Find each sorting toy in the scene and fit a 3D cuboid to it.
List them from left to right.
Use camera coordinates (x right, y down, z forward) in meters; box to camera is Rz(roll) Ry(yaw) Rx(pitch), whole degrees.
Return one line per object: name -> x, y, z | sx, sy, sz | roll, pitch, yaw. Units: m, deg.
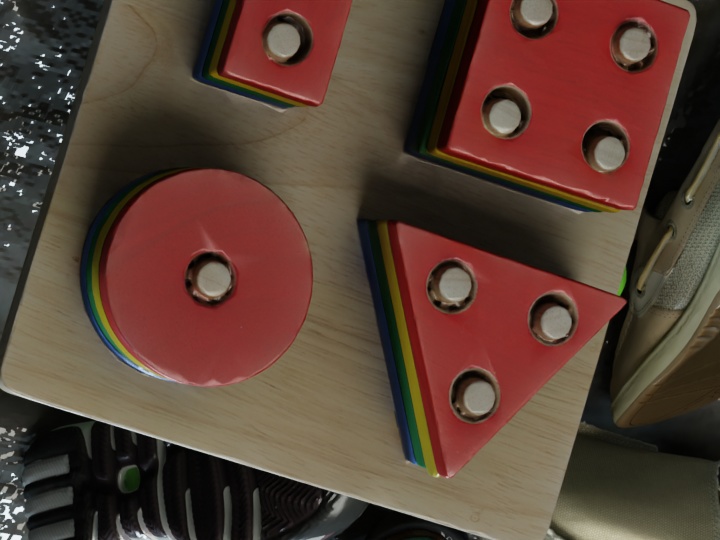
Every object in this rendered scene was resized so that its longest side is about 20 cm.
sorting toy -> 0.005, -0.027, 0.854 | 0.199, 0.070, 0.200 | 18, 87, -16

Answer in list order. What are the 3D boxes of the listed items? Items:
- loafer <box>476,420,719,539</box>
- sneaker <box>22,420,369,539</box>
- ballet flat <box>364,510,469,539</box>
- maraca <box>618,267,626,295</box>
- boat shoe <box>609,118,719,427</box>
loafer -> 0.123, 0.105, 1.104 | 0.199, 0.076, 0.068 | 29, 132, -27
sneaker -> -0.035, 0.076, 0.995 | 0.115, 0.076, 0.199 | 3, 171, -41
ballet flat -> 0.044, 0.193, 1.132 | 0.073, 0.073, 0.201 | -17, 104, -9
maraca -> 0.000, 0.000, 0.957 | 0.198, 0.108, 0.137 | 5, 151, -11
boat shoe -> 0.145, -0.004, 1.048 | 0.072, 0.065, 0.200 | -14, 153, -23
